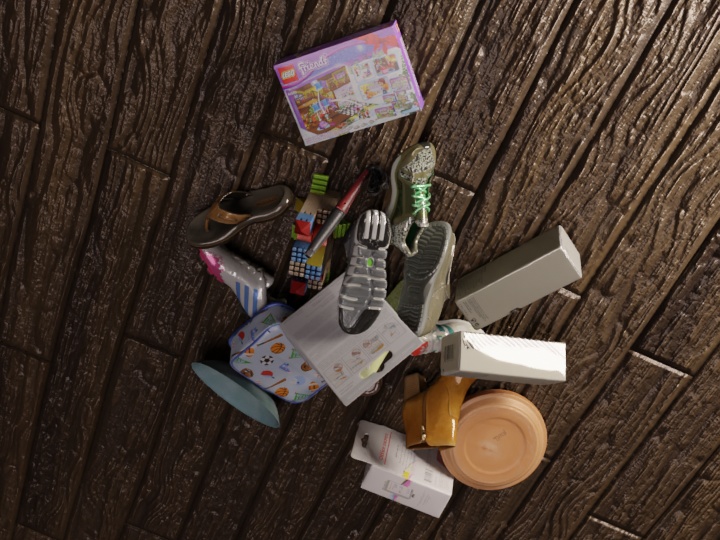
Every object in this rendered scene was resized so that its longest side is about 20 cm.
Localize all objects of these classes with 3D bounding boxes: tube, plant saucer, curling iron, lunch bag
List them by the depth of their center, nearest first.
[{"bbox_3d":[-0.023,-0.095,1.379,0.049,0.200,0.026,29,155,32],"label":"curling iron"},{"bbox_3d":[0.038,0.094,1.464,0.058,0.200,0.052,11,145,47],"label":"tube"},{"bbox_3d":[-0.123,0.147,1.562,0.160,0.076,0.200,-41,127,22],"label":"lunch bag"},{"bbox_3d":[0.244,0.315,1.605,0.199,0.032,0.202,-1,108,-3],"label":"plant saucer"},{"bbox_3d":[-0.223,0.219,1.628,0.200,0.039,0.201,30,158,13],"label":"plant saucer"}]

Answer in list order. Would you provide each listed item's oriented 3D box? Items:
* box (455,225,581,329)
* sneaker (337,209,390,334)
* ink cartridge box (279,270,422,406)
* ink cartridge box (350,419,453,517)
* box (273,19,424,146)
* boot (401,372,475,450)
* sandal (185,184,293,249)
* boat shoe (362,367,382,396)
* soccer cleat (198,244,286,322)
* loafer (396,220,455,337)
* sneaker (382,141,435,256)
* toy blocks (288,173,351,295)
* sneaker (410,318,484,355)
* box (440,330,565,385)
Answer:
[{"bbox_3d":[0.256,0.013,1.427,0.199,0.082,0.069,-29,110,25],"label":"box"},{"bbox_3d":[0.000,0.000,1.423,0.075,0.115,0.201,13,93,-15],"label":"sneaker"},{"bbox_3d":[-0.016,0.110,1.424,0.162,0.200,0.057,-38,150,-8],"label":"ink cartridge box"},{"bbox_3d":[0.073,0.371,1.651,0.199,0.117,0.068,22,120,-1],"label":"ink cartridge box"},{"bbox_3d":[-0.017,-0.286,1.345,0.199,0.039,0.137,-13,116,18],"label":"box"},{"bbox_3d":[0.163,0.237,1.539,0.200,0.145,0.071,-22,148,28],"label":"boot"},{"bbox_3d":[-0.208,-0.099,1.457,0.199,0.082,0.055,-17,144,17],"label":"sandal"},{"bbox_3d":[-0.002,0.117,1.550,0.074,0.075,0.204,-6,95,12],"label":"boat shoe"},{"bbox_3d":[-0.203,0.005,1.534,0.086,0.070,0.200,-27,117,14],"label":"soccer cleat"},{"bbox_3d":[0.112,0.017,1.448,0.075,0.070,0.201,17,89,38],"label":"loafer"},{"bbox_3d":[0.091,-0.107,1.384,0.076,0.089,0.201,-11,132,-29],"label":"sneaker"},{"bbox_3d":[-0.078,-0.038,1.439,0.099,0.137,0.201,12,121,4],"label":"toy blocks"},{"bbox_3d":[0.123,0.124,1.516,0.199,0.094,0.071,16,121,2],"label":"sneaker"},{"bbox_3d":[0.240,0.149,1.469,0.199,0.069,0.082,7,166,-19],"label":"box"}]
